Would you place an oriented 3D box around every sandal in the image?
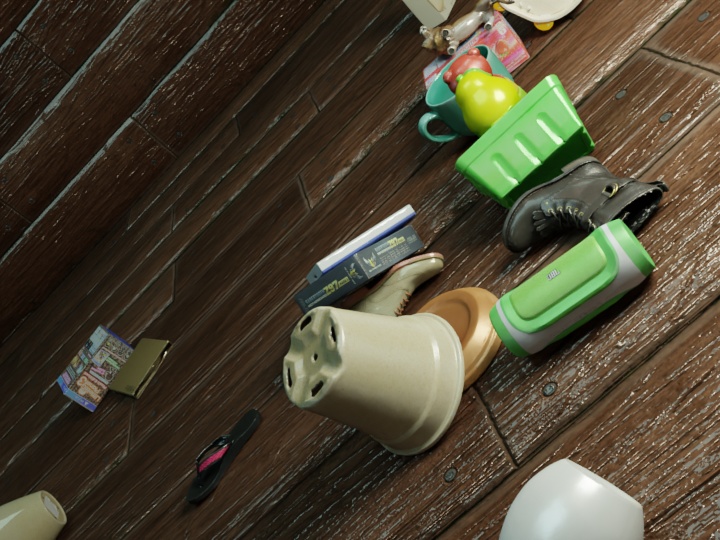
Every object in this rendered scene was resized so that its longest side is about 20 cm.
[{"bbox_3d":[-0.259,0.329,1.399,0.200,0.045,0.075,-54,27,-9],"label":"sandal"}]

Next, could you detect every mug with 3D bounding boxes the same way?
[{"bbox_3d":[0.206,-0.325,1.473,0.185,0.114,0.153,-31,32,34],"label":"mug"}]

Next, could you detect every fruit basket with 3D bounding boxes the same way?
[{"bbox_3d":[0.231,-0.220,1.200,0.214,0.155,0.217,-8,72,27],"label":"fruit basket"}]

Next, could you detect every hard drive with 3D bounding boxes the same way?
[{"bbox_3d":[-0.001,-0.042,1.387,0.199,0.025,0.132,-33,-3,-16],"label":"hard drive"}]

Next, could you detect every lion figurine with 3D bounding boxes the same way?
[{"bbox_3d":[0.212,-0.491,1.538,0.199,0.073,0.123,-24,19,16],"label":"lion figurine"}]

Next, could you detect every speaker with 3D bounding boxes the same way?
[{"bbox_3d":[0.260,0.025,0.961,0.200,0.088,0.089,-39,28,20],"label":"speaker"}]

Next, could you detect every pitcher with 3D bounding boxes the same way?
[{"bbox_3d":[0.193,0.293,0.699,0.171,0.121,0.201,28,89,42],"label":"pitcher"}]

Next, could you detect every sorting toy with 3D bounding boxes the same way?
[{"bbox_3d":[0.363,-0.587,1.557,0.180,0.199,0.107,-55,-11,-42],"label":"sorting toy"}]

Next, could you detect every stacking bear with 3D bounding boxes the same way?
[{"bbox_3d":[0.221,-0.279,1.288,0.121,0.200,0.114,-40,26,18],"label":"stacking bear"}]

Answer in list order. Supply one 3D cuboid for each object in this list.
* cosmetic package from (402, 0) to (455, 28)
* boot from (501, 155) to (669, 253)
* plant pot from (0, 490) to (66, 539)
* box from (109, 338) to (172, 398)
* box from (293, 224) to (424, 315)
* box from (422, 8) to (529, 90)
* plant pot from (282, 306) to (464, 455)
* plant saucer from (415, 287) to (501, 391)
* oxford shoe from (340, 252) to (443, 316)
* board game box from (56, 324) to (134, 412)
[{"bbox_3d":[0.153,-0.743,2.012,0.073,0.200,0.104,-17,41,48],"label":"cosmetic package"},{"bbox_3d":[0.298,-0.074,1.052,0.200,0.069,0.174,-43,26,8],"label":"boot"},{"bbox_3d":[-0.768,0.593,1.717,0.200,0.188,0.187,-37,25,-8],"label":"plant pot"},{"bbox_3d":[-0.577,0.252,2.017,0.200,0.021,0.164,-4,51,56],"label":"box"},{"bbox_3d":[0.000,0.000,1.317,0.157,0.051,0.200,-33,-1,36],"label":"box"},{"bbox_3d":[0.234,-0.426,1.585,0.200,0.095,0.103,-37,29,22],"label":"box"},{"bbox_3d":[0.006,0.134,1.032,0.200,0.183,0.202,-28,53,44],"label":"plant pot"},{"bbox_3d":[0.121,0.103,1.127,0.200,0.037,0.201,-37,28,24],"label":"plant saucer"},{"bbox_3d":[0.063,0.043,1.286,0.200,0.071,0.074,-35,58,20],"label":"oxford shoe"},{"bbox_3d":[-0.742,0.270,2.162,0.200,0.097,0.159,-55,27,-11],"label":"board game box"}]
